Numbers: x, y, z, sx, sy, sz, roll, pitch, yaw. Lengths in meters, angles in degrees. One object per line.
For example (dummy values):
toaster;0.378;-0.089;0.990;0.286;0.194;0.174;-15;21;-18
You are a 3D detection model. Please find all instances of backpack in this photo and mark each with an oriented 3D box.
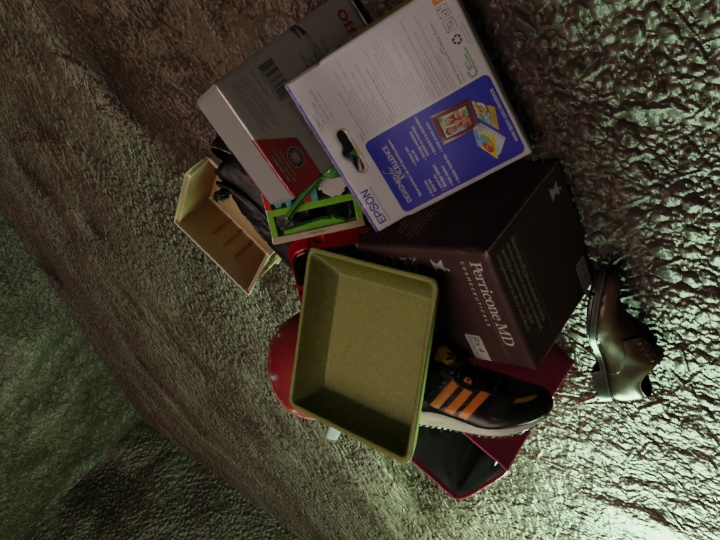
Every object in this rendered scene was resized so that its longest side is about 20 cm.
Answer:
backpack;-0.097;-0.106;0.988;0.165;0.127;0.201;-20;116;36

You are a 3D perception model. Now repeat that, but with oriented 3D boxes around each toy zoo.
toy zoo;-0.073;-0.143;0.875;0.021;0.129;0.203;-106;4;-69

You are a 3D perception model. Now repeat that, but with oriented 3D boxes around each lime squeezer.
lime squeezer;-0.017;-0.122;0.848;0.197;0.038;0.072;-14;98;26

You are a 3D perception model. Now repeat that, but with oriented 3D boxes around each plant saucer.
plant saucer;0.009;0.089;0.784;0.198;0.047;0.204;15;100;41

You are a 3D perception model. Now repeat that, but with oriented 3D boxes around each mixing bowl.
mixing bowl;-0.057;0.168;1.207;0.201;0.200;0.108;52;154;-14

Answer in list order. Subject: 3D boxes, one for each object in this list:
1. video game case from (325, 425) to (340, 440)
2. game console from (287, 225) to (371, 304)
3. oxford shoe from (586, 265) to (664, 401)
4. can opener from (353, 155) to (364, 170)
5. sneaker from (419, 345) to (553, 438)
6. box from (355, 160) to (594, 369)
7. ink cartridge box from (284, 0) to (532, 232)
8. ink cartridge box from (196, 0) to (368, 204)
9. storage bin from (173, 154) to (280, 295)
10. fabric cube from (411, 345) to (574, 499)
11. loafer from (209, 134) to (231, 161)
video game case;-0.009;0.125;0.981;0.022;0.184;0.201;15;144;-2
game console;0.000;0.000;0.987;0.196;0.031;0.178;-7;146;0
oxford shoe;0.313;0.075;0.796;0.083;0.073;0.202;-1;131;30
can opener;0.037;-0.079;0.880;0.066;0.052;0.203;-96;-10;-83
sneaker;0.117;0.131;0.773;0.197;0.070;0.091;-2;116;28
box;0.136;-0.012;0.794;0.198;0.164;0.167;5;132;47
ink cartridge box;0.053;-0.170;0.724;0.198;0.047;0.199;-25;113;22
ink cartridge box;-0.062;-0.196;0.775;0.148;0.200;0.083;54;157;-17
storage bin;-0.224;-0.087;1.215;0.200;0.094;0.199;44;150;1
fabric cube;0.147;0.171;0.972;0.199;0.199;0.197;39;149;8
loafer;-0.168;-0.148;1.093;0.200;0.071;0.073;44;150;2
